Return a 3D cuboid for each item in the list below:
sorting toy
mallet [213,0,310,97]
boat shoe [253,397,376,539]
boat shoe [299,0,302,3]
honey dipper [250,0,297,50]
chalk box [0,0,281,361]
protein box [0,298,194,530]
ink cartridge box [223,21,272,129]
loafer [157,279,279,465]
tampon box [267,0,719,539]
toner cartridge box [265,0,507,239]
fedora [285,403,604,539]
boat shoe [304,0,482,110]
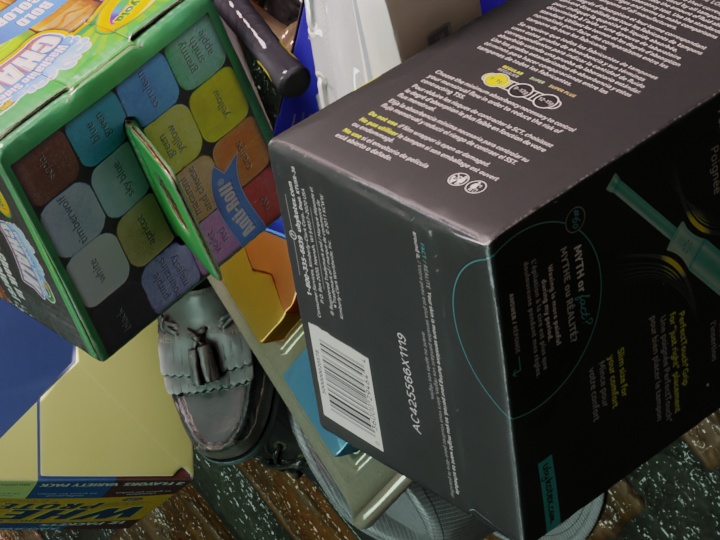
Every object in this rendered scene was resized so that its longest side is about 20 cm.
[{"bbox_3d":[0.000,0.000,1.169,0.185,0.036,0.200,-49,59,35],"label":"sorting toy"},{"bbox_3d":[-0.077,-0.143,1.049,0.200,0.041,0.066,53,-179,23],"label":"mallet"},{"bbox_3d":[-0.043,0.089,1.400,0.201,0.066,0.072,58,154,4],"label":"boat shoe"},{"bbox_3d":[-0.009,-0.155,1.109,0.200,0.076,0.060,44,106,8],"label":"boat shoe"},{"bbox_3d":[-0.049,-0.124,1.201,0.200,0.038,0.038,39,149,58],"label":"honey dipper"},{"bbox_3d":[-0.119,-0.057,1.032,0.200,0.124,0.125,26,148,44],"label":"chalk box"},{"bbox_3d":[-0.186,0.044,1.405,0.200,0.134,0.199,139,130,-69],"label":"protein box"},{"bbox_3d":[-0.133,-0.135,1.164,0.068,0.116,0.200,54,168,51],"label":"ink cartridge box"},{"bbox_3d":[-0.088,0.005,1.292,0.063,0.072,0.201,35,-133,-61],"label":"loafer"},{"bbox_3d":[0.086,-0.017,0.950,0.126,0.200,0.150,28,138,42],"label":"tampon box"},{"bbox_3d":[0.019,-0.093,1.042,0.095,0.043,0.201,22,125,10],"label":"toner cartridge box"},{"bbox_3d":[0.028,0.086,1.258,0.200,0.090,0.177,51,151,14],"label":"fedora"},{"bbox_3d":[0.011,-0.073,0.994,0.068,0.072,0.201,26,143,41],"label":"boat shoe"}]
